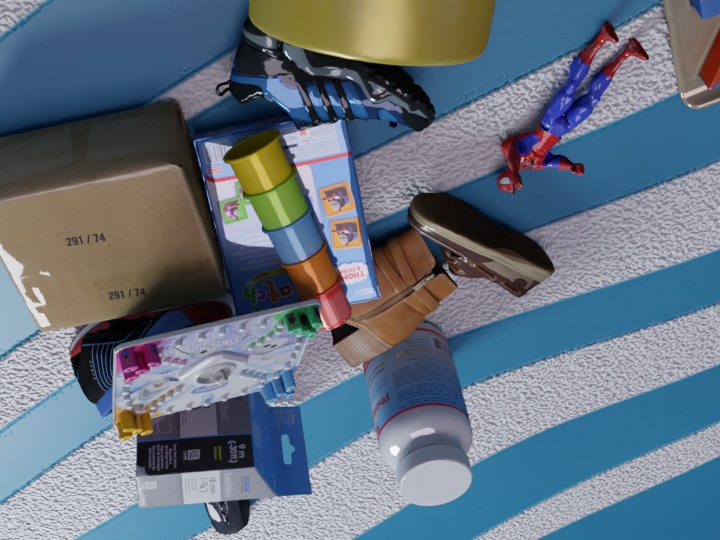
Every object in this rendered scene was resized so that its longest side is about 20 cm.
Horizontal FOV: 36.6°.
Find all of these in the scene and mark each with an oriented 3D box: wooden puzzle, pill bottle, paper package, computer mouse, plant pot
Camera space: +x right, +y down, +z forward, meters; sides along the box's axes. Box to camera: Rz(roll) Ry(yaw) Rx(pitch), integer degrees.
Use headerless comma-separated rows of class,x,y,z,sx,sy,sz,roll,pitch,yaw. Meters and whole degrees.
wooden puzzle,0.385,-0.256,1.033,0.184,0.046,0.200,-20,132,8
pill bottle,0.068,0.164,1.252,0.108,0.201,0.109,-5,133,-6
paper package,-0.248,-0.048,1.064,0.199,0.104,0.191,-13,135,0
computer mouse,-0.187,0.290,1.434,0.058,0.034,0.201,-12,133,1
plant pot,0.017,-0.280,0.853,0.199,0.201,0.190,2,116,-12

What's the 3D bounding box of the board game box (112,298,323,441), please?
board game box,-0.144,0.103,1.079,0.199,0.026,0.200,-12,155,-19

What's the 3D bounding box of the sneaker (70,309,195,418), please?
sneaker,-0.240,0.080,1.107,0.078,0.070,0.200,52,133,4

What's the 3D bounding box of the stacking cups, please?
stacking cups,-0.060,-0.036,1.051,0.060,0.061,0.201,-23,113,11

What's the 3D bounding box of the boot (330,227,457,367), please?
boot,0.000,0.000,1.188,0.154,0.074,0.200,-37,124,10

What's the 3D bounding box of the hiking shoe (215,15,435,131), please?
hiking shoe,-0.028,-0.168,1.016,0.199,0.075,0.087,22,118,-14

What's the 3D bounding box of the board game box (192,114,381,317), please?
board game box,-0.070,-0.053,1.092,0.150,0.037,0.201,-11,110,0

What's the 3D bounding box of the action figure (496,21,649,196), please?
action figure,0.204,-0.136,1.077,0.065,0.099,0.200,22,127,-26

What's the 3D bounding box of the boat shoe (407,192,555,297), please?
boat shoe,0.121,-0.019,1.186,0.199,0.072,0.072,21,124,-35

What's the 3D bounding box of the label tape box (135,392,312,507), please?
label tape box,-0.162,0.196,1.278,0.198,0.145,0.064,-3,131,-9

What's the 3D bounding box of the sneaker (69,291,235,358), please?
sneaker,-0.230,0.094,1.189,0.199,0.116,0.079,-23,133,10
